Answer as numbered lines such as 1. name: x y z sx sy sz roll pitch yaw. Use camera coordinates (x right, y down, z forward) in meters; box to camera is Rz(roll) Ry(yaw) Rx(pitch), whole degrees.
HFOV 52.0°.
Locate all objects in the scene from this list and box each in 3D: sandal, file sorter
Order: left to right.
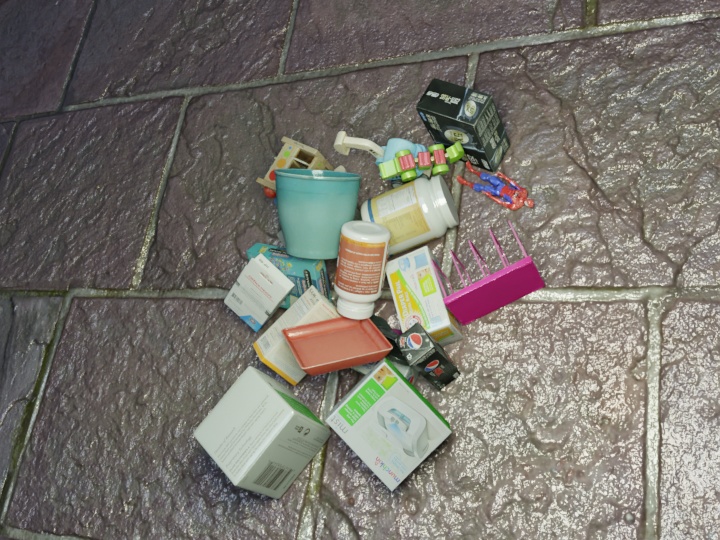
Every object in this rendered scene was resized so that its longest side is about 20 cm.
1. sandal: 0.061 0.142 1.628 0.201 0.075 0.048 50 123 54
2. file sorter: 0.269 0.002 1.586 0.199 0.139 0.126 -27 58 13

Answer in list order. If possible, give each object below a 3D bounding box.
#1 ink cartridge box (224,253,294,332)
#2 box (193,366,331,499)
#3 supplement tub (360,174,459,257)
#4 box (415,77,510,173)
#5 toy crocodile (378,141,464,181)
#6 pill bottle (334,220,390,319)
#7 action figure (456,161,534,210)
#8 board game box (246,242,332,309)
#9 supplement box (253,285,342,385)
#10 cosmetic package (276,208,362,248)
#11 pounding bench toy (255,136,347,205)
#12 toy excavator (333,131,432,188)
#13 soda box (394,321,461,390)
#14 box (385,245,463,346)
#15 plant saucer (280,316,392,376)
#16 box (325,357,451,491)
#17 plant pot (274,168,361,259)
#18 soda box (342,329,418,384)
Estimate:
1. ink cartridge box: -0.237 0.044 1.767 0.116 0.200 0.068 42 46 1
2. box: -0.212 0.360 1.625 0.171 0.199 0.200 37 85 33
3. supplement tub: 0.115 -0.127 1.714 0.198 0.145 0.146 -21 60 16
4. box: 0.241 -0.334 1.711 0.163 0.200 0.087 26 79 32
5. toy crocodile: 0.140 -0.251 1.696 0.198 0.062 0.068 -11 83 2
6. pill bottle: 0.000 0.000 1.642 0.111 0.112 0.202 22 115 32
7. action figure: 0.316 -0.190 1.704 0.199 0.052 0.066 31 80 30
8. board game box: -0.170 0.022 1.786 0.198 0.152 0.047 11 37 29
9. supplement box: -0.133 0.152 1.715 0.200 0.126 0.074 -44 37 2
10. cosmetic package: -0.097 -0.105 1.831 0.200 0.107 0.090 -43 56 5
11. pounding bench toy: -0.140 -0.221 1.891 0.199 0.124 0.157 26 81 32
12. toy excavator: 0.061 -0.280 1.778 0.193 0.199 0.101 3 69 42
13. soda box: 0.142 0.181 1.531 0.063 0.200 0.071 -36 57 5
14. box: 0.140 0.068 1.641 0.112 0.101 0.202 -23 60 14
15. plant saucer: -0.054 0.161 1.583 0.198 0.037 0.200 -10 22 -16
16. box: 0.057 0.314 1.529 0.176 0.097 0.200 -44 88 2
17. plant pot: -0.103 -0.129 1.683 0.198 0.199 0.190 11 104 29
18. soda box: 0.031 0.208 1.654 0.199 0.063 0.069 23 80 32
